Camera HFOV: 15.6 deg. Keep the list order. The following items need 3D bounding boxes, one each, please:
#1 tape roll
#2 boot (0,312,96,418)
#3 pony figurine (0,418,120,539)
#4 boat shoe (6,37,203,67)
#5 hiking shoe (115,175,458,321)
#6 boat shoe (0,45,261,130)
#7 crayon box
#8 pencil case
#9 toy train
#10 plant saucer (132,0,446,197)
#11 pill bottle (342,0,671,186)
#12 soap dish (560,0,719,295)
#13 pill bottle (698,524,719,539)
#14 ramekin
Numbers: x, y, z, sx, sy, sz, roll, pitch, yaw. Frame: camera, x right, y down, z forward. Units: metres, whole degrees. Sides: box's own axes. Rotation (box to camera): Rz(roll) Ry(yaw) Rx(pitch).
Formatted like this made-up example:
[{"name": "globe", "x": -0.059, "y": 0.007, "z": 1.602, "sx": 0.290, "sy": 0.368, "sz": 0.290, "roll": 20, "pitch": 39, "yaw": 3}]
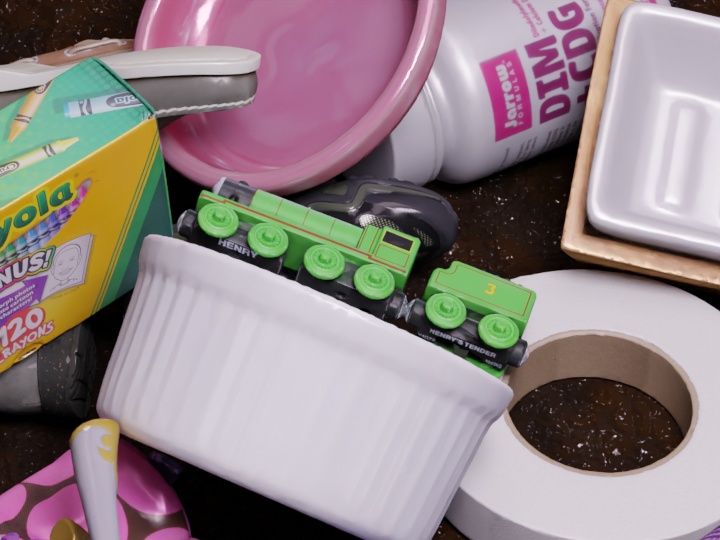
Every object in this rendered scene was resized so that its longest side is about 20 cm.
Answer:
[{"name": "tape roll", "x": 0.126, "y": 0.080, "z": 1.409, "sx": 0.202, "sy": 0.037, "sz": 0.203, "roll": 1, "pitch": 44, "yaw": -1}, {"name": "boot", "x": -0.208, "y": 0.004, "z": 1.455, "sx": 0.130, "sy": 0.068, "sz": 0.200, "roll": 0, "pitch": 43, "yaw": 4}, {"name": "pony figurine", "x": -0.134, "y": 0.157, "z": 1.155, "sx": 0.193, "sy": 0.167, "sz": 0.200, "roll": 4, "pitch": 42, "yaw": -48}, {"name": "boat shoe", "x": -0.146, "y": -0.111, "z": 1.569, "sx": 0.199, "sy": 0.076, "sz": 0.072, "roll": -14, "pitch": 44, "yaw": -19}, {"name": "hiking shoe", "x": -0.035, "y": 0.015, "z": 1.455, "sx": 0.199, "sy": 0.076, "sz": 0.101, "roll": -15, "pitch": 58, "yaw": -8}, {"name": "boat shoe", "x": -0.147, "y": -0.089, "z": 1.461, "sx": 0.201, "sy": 0.061, "sz": 0.072, "roll": -4, "pitch": 9, "yaw": 18}, {"name": "crayon box", "x": -0.193, "y": -0.009, "z": 1.347, "sx": 0.200, "sy": 0.119, "sz": 0.058, "roll": -33, "pitch": 57, "yaw": -22}, {"name": "pencil case", "x": -0.173, "y": 0.161, "z": 1.280, "sx": 0.200, "sy": 0.091, "sz": 0.094, "roll": -33, "pitch": 65, "yaw": -29}, {"name": "toy train", "x": 0.000, "y": 0.000, "z": 1.404, "sx": 0.199, "sy": 0.042, "sz": 0.056, "roll": 22, "pitch": 48, "yaw": 2}, {"name": "plant saucer", "x": -0.034, "y": -0.130, "z": 1.479, "sx": 0.200, "sy": 0.051, "sz": 0.201, "roll": -13, "pitch": 64, "yaw": 28}, {"name": "pill bottle", "x": 0.079, "y": -0.118, "z": 1.557, "sx": 0.200, "sy": 0.114, "sz": 0.113, "roll": -23, "pitch": 49, "yaw": -23}, {"name": "soap dish", "x": 0.218, "y": -0.056, "z": 1.478, "sx": 0.199, "sy": 0.081, "sz": 0.158, "roll": 13, "pitch": 69, "yaw": -2}, {"name": "pill bottle", "x": 0.199, "y": 0.173, "z": 1.263, "sx": 0.200, "sy": 0.113, "sz": 0.112, "roll": -31, "pitch": 53, "yaw": -30}, {"name": "ramekin", "x": -0.033, "y": 0.065, "z": 1.306, "sx": 0.200, "sy": 0.200, "sz": 0.098, "roll": 22, "pitch": 84, "yaw": 18}]
